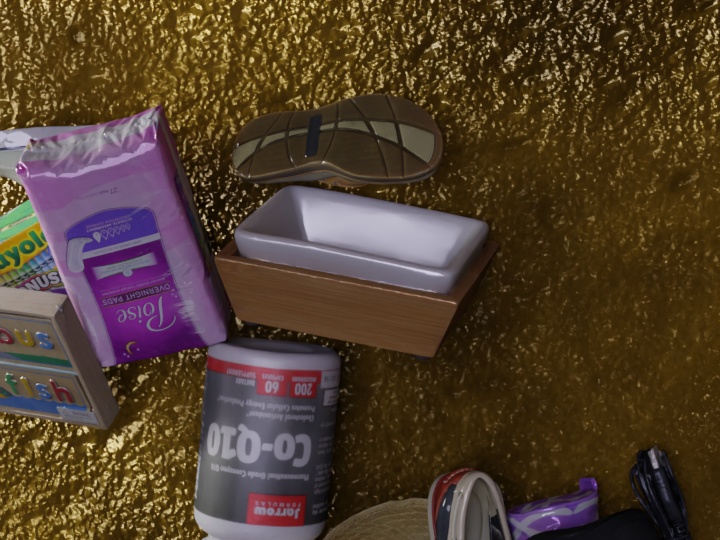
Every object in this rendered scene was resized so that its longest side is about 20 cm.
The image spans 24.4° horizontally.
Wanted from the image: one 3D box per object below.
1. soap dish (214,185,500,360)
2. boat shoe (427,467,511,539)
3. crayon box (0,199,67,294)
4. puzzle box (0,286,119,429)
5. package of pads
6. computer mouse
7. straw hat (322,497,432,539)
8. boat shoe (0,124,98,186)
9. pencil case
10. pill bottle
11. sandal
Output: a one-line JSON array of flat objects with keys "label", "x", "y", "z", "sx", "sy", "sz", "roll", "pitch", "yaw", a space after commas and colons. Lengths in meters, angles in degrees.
[{"label": "soap dish", "x": 0.000, "y": 0.000, "z": 1.348, "sx": 0.198, "sy": 0.157, "sz": 0.082, "roll": 10, "pitch": 111, "yaw": 14}, {"label": "boat shoe", "x": 0.098, "y": 0.258, "z": 1.331, "sx": 0.070, "sy": 0.062, "sz": 0.202, "roll": -6, "pitch": 84, "yaw": -25}, {"label": "crayon box", "x": -0.267, "y": 0.004, "z": 1.432, "sx": 0.199, "sy": 0.058, "sz": 0.119, "roll": -28, "pitch": 118, "yaw": 13}, {"label": "puzzle box", "x": -0.307, "y": 0.066, "z": 1.389, "sx": 0.198, "sy": 0.026, "sz": 0.134, "roll": 5, "pitch": 134, "yaw": 26}, {"label": "package of pads", "x": -0.187, "y": -0.025, "z": 1.342, "sx": 0.119, "sy": 0.076, "sz": 0.202, "roll": -12, "pitch": 121, "yaw": 7}, {"label": "computer mouse", "x": 0.195, "y": 0.227, "z": 1.288, "sx": 0.053, "sy": 0.199, "sz": 0.140, "roll": -14, "pitch": 92, "yaw": 56}, {"label": "straw hat", "x": 0.024, "y": 0.286, "z": 1.376, "sx": 0.199, "sy": 0.085, "sz": 0.203, "roll": 4, "pitch": 80, "yaw": -21}, {"label": "boat shoe", "x": -0.266, "y": -0.087, "z": 1.453, "sx": 0.198, "sy": 0.071, "sz": 0.071, "roll": -2, "pitch": 89, "yaw": 8}, {"label": "pencil case", "x": 0.177, "y": 0.277, "z": 1.346, "sx": 0.085, "sy": 0.084, "sz": 0.202, "roll": -13, "pitch": 91, "yaw": -23}, {"label": "pill bottle", "x": -0.080, "y": 0.162, "z": 1.388, "sx": 0.113, "sy": 0.114, "sz": 0.202, "roll": 6, "pitch": 93, "yaw": 14}, {"label": "sandal", "x": -0.015, "y": -0.099, "z": 1.394, "sx": 0.198, "sy": 0.054, "sz": 0.081, "roll": -3, "pitch": 64, "yaw": 30}]
